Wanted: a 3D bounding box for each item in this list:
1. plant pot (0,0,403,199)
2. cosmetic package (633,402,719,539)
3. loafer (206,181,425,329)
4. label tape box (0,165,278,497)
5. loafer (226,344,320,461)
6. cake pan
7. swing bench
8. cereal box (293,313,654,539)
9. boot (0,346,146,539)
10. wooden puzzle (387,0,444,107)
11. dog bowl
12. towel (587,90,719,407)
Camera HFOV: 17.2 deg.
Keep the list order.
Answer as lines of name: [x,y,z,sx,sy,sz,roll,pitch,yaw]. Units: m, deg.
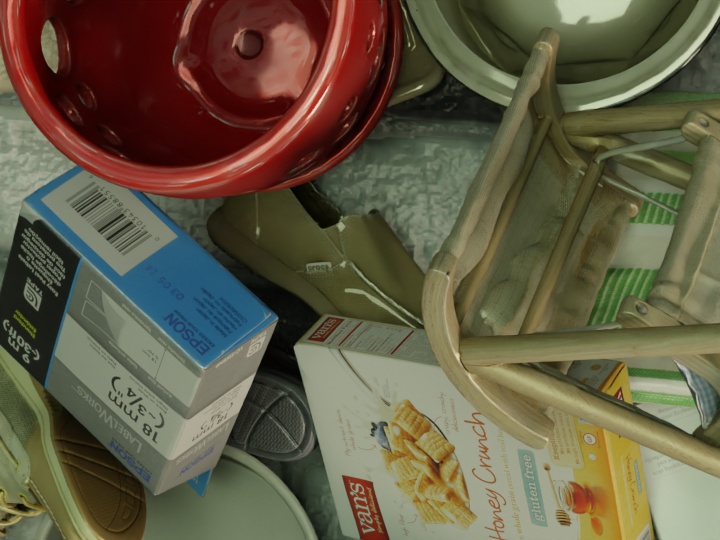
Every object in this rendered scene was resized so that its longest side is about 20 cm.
plant pot: [-0.075,-0.134,1.318,0.200,0.182,0.201,-1,85,16]
cosmetic package: [0.233,0.153,1.363,0.113,0.081,0.200,-19,87,14]
loafer: [0.000,0.000,1.422,0.200,0.076,0.067,31,104,12]
label tape box: [-0.139,0.051,1.366,0.144,0.063,0.200,42,143,14]
loafer: [-0.099,0.060,1.463,0.200,0.063,0.072,23,114,23]
cake pan: [-0.109,0.200,1.465,0.200,0.037,0.201,-1,86,18]
swing bench: [0.155,-0.006,1.244,0.200,0.199,0.130,11,137,18]
cereal box: [0.065,0.105,1.356,0.200,0.040,0.144,7,126,32]
boot: [-0.218,0.144,1.451,0.155,0.072,0.200,-47,45,12]
wooden puzzle: [-0.060,-0.171,1.430,0.185,0.037,0.200,-19,81,14]
dog bowl: [0.126,-0.183,1.380,0.200,0.074,0.200,-1,85,16]
towel: [0.207,-0.013,1.350,0.152,0.023,0.200,5,61,14]
